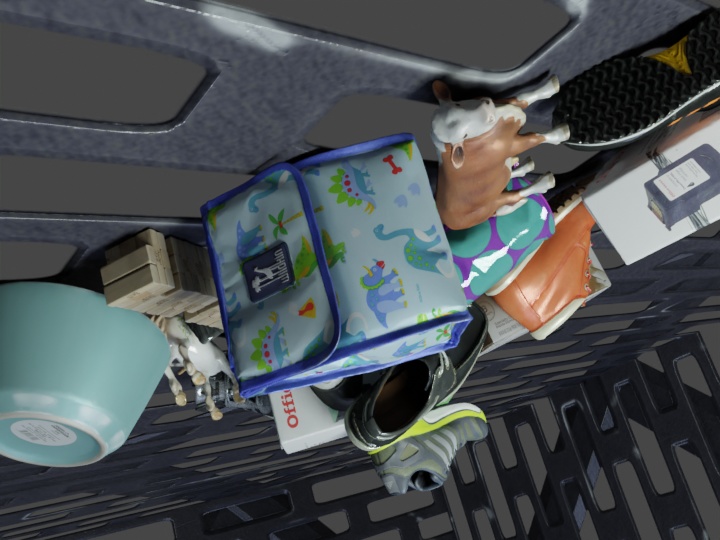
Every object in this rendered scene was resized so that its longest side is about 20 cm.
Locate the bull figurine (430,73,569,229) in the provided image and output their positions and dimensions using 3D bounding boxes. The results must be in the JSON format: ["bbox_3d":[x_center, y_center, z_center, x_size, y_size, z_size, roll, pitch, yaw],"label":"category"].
[{"bbox_3d":[0.109,-0.101,0.666,0.119,0.066,0.201,-15,158,-6],"label":"bull figurine"}]

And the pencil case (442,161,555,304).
[{"bbox_3d":[0.095,-0.016,0.788,0.198,0.093,0.085,-36,-159,-4],"label":"pencil case"}]

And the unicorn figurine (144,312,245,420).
[{"bbox_3d":[-0.191,0.104,0.912,0.073,0.138,0.202,-27,143,-9],"label":"unicorn figurine"}]

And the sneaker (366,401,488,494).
[{"bbox_3d":[0.077,0.199,0.875,0.197,0.083,0.073,0,157,-45],"label":"sneaker"}]

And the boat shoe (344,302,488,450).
[{"bbox_3d":[0.068,0.101,0.795,0.199,0.072,0.068,-41,171,-26],"label":"boat shoe"}]

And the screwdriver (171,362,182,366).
[{"bbox_3d":[-0.291,0.116,0.977,0.198,0.028,0.029,-1,127,-47],"label":"screwdriver"}]

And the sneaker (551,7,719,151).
[{"bbox_3d":[0.263,-0.149,0.670,0.197,0.071,0.090,-27,157,18],"label":"sneaker"}]

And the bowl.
[{"bbox_3d":[-0.283,0.111,0.730,0.196,0.107,0.203,1,145,1],"label":"bowl"}]

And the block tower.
[{"bbox_3d":[-0.162,0.014,0.759,0.057,0.055,0.199,-22,162,17],"label":"block tower"}]

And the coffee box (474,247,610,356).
[{"bbox_3d":[0.185,0.014,0.937,0.197,0.116,0.080,-20,166,-29],"label":"coffee box"}]

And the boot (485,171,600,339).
[{"bbox_3d":[0.226,-0.019,0.868,0.200,0.107,0.075,-46,-175,-11],"label":"boot"}]

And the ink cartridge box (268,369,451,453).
[{"bbox_3d":[-0.012,0.102,0.880,0.196,0.148,0.084,-15,163,-6],"label":"ink cartridge box"}]

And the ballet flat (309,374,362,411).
[{"bbox_3d":[-0.046,0.054,0.771,0.066,0.205,0.068,-7,-166,20],"label":"ballet flat"}]

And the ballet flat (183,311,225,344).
[{"bbox_3d":[-0.149,0.073,0.932,0.065,0.058,0.200,-21,161,15],"label":"ballet flat"}]

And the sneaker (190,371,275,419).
[{"bbox_3d":[-0.169,0.167,1.087,0.112,0.077,0.199,-2,-179,-28],"label":"sneaker"}]

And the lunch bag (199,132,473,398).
[{"bbox_3d":[-0.025,-0.001,0.660,0.195,0.174,0.128,-14,162,-4],"label":"lunch bag"}]

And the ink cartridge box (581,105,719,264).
[{"bbox_3d":[0.326,-0.107,0.742,0.199,0.085,0.144,-33,-176,40],"label":"ink cartridge box"}]
